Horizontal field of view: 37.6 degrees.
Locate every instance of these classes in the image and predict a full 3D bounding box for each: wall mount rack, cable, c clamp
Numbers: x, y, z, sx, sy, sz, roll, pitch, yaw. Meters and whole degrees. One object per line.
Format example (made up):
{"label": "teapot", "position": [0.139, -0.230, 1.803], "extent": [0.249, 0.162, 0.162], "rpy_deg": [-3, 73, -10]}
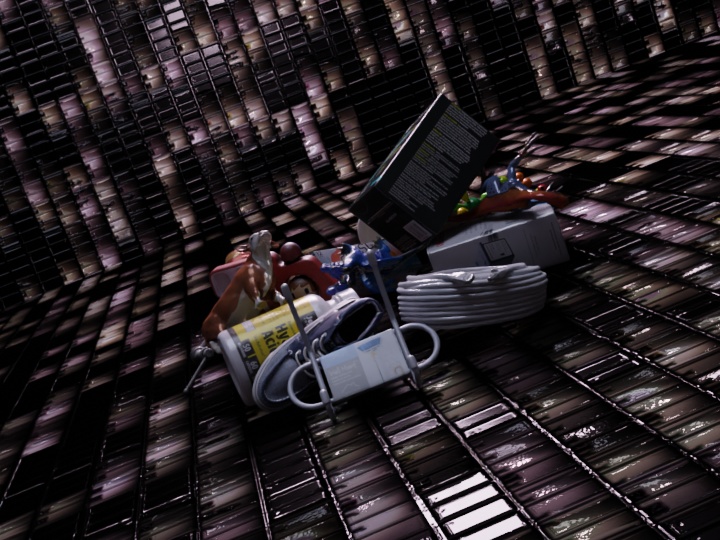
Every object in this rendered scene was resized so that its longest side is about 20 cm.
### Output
{"label": "wall mount rack", "position": [-0.009, 0.082, 1.299], "extent": [0.199, 0.174, 0.075], "rpy_deg": [-21, -29, -2]}
{"label": "cable", "position": [0.148, 0.032, 1.389], "extent": [0.199, 0.070, 0.199], "rpy_deg": [-7, 1, -42]}
{"label": "c clamp", "position": [-0.246, 0.117, 1.738], "extent": [0.171, 0.027, 0.200], "rpy_deg": [-55, 8, -7]}

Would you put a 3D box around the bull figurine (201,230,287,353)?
{"label": "bull figurine", "position": [-0.163, 0.042, 1.542], "extent": [0.065, 0.201, 0.121], "rpy_deg": [20, 20, -35]}

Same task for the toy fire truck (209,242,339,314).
{"label": "toy fire truck", "position": [-0.119, 0.049, 1.612], "extent": [0.199, 0.169, 0.112], "rpy_deg": [-16, 12, 20]}

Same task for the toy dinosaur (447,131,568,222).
{"label": "toy dinosaur", "position": [0.239, -0.103, 1.599], "extent": [0.200, 0.105, 0.182], "rpy_deg": [-52, 16, 13]}

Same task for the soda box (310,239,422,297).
{"label": "soda box", "position": [0.000, 0.000, 1.722], "extent": [0.199, 0.064, 0.068], "rpy_deg": [-11, -30, -39]}

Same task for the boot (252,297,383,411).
{"label": "boot", "position": [-0.057, 0.104, 1.368], "extent": [0.200, 0.073, 0.090], "rpy_deg": [-45, 5, -13]}

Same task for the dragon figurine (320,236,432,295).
{"label": "dragon figurine", "position": [0.026, -0.003, 1.568], "extent": [0.199, 0.059, 0.099], "rpy_deg": [-4, 27, -21]}

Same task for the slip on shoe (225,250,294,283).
{"label": "slip on shoe", "position": [-0.142, 0.006, 1.737], "extent": [0.074, 0.061, 0.199], "rpy_deg": [-40, -33, 30]}

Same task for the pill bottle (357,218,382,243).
{"label": "pill bottle", "position": [0.098, -0.101, 2.056], "extent": [0.119, 0.120, 0.200], "rpy_deg": [-9, 16, 44]}

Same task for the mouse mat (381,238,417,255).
{"label": "mouse mat", "position": [0.014, -0.005, 1.813], "extent": [0.199, 0.008, 0.161], "rpy_deg": [-23, -25, -15]}

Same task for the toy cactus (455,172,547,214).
{"label": "toy cactus", "position": [0.263, -0.121, 1.995], "extent": [0.199, 0.103, 0.165], "rpy_deg": [-20, -8, 16]}

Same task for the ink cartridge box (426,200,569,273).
{"label": "ink cartridge box", "position": [0.211, -0.037, 1.646], "extent": [0.199, 0.086, 0.146], "rpy_deg": [-20, 11, 9]}

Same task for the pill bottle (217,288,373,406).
{"label": "pill bottle", "position": [-0.088, 0.100, 1.467], "extent": [0.199, 0.112, 0.111], "rpy_deg": [-24, 12, -13]}

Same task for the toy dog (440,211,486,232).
{"label": "toy dog", "position": [0.175, -0.073, 1.814], "extent": [0.096, 0.132, 0.200], "rpy_deg": [-52, 26, -6]}

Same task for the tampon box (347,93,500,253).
{"label": "tampon box", "position": [0.102, -0.151, 1.698], "extent": [0.200, 0.126, 0.150], "rpy_deg": [-54, 6, -20]}
